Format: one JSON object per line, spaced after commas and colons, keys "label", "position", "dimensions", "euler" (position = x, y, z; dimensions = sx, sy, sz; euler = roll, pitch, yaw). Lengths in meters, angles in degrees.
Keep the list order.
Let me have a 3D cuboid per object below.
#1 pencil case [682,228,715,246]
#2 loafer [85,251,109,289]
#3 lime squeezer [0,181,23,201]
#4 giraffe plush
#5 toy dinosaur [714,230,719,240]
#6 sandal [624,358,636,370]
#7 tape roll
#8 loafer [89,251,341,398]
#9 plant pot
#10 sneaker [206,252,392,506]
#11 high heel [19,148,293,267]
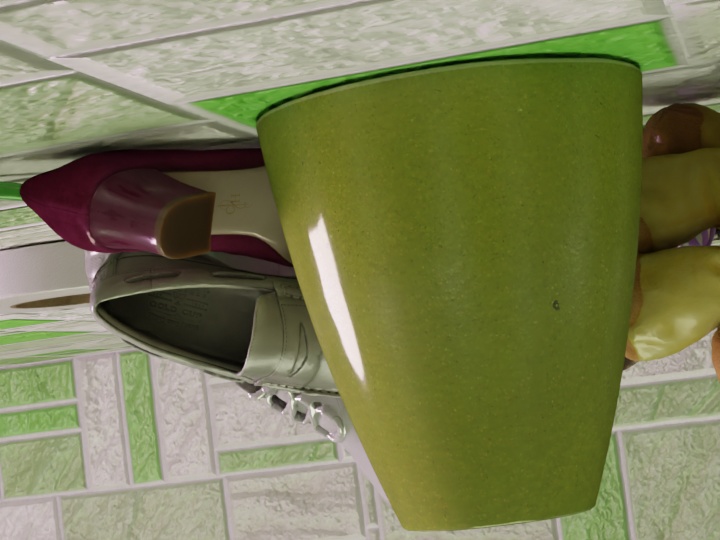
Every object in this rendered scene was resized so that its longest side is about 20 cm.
{"label": "pencil case", "position": [0.129, -0.030, 1.076], "dimensions": [0.199, 0.086, 0.084], "euler": [-11, -177, 41]}
{"label": "loafer", "position": [-0.100, 0.005, 1.164], "dimensions": [0.199, 0.070, 0.070], "euler": [-4, 175, -40]}
{"label": "lime squeezer", "position": [-0.114, -0.041, 0.946], "dimensions": [0.070, 0.038, 0.200], "euler": [27, -167, 26]}
{"label": "giraffe plush", "position": [0.223, -0.038, 0.826], "dimensions": [0.199, 0.174, 0.162], "euler": [6, 153, -3]}
{"label": "toy dinosaur", "position": [0.301, -0.052, 1.323], "dimensions": [0.199, 0.077, 0.102], "euler": [2, 159, -37]}
{"label": "sandal", "position": [0.097, 0.016, 1.053], "dimensions": [0.199, 0.082, 0.055], "euler": [3, -134, 51]}
{"label": "tape roll", "position": [-0.218, 0.005, 1.300], "dimensions": [0.201, 0.037, 0.203], "euler": [-8, 176, -1]}
{"label": "loafer", "position": [-0.046, 0.035, 0.893], "dimensions": [0.199, 0.070, 0.070], "euler": [12, -157, 3]}
{"label": "plant pot", "position": [0.055, 0.018, 0.805], "dimensions": [0.186, 0.201, 0.187], "euler": [-8, 176, -1]}
{"label": "sneaker", "position": [-0.029, 0.057, 0.967], "dimensions": [0.087, 0.200, 0.075], "euler": [-25, 159, -31]}
{"label": "high heel", "position": [-0.080, -0.042, 0.884], "dimensions": [0.096, 0.068, 0.200], "euler": [17, -170, 29]}
